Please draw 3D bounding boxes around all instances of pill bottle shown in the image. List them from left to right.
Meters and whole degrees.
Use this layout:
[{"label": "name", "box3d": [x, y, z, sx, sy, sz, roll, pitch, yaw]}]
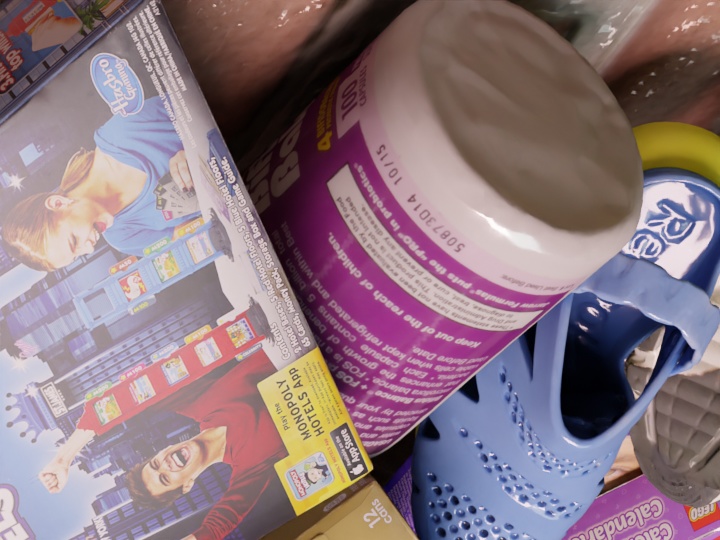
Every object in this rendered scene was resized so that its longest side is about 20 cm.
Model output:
[{"label": "pill bottle", "box3d": [0.000, 0.000, 0.959, 0.112, 0.113, 0.200, 7, 143, -40]}]

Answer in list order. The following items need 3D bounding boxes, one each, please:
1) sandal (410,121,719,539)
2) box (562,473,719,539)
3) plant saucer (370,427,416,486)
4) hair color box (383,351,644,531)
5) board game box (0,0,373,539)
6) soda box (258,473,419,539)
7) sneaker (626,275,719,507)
[{"label": "sandal", "box3d": [0.076, 0.041, 0.992, 0.079, 0.087, 0.201, 23, 118, -8]}, {"label": "box", "box3d": [0.127, 0.144, 1.167, 0.136, 0.039, 0.200, -28, 152, 16]}, {"label": "plant saucer", "box3d": [0.074, 0.067, 1.209, 0.199, 0.037, 0.201, -15, 151, -8]}, {"label": "hair color box", "box3d": [0.081, 0.095, 1.160, 0.109, 0.065, 0.200, -1, 146, -30]}, {"label": "board game box", "box3d": [-0.122, 0.028, 0.851, 0.199, 0.062, 0.201, -29, 124, -8]}, {"label": "soda box", "box3d": [-0.013, 0.112, 1.049, 0.064, 0.068, 0.200, -36, -173, -5]}, {"label": "sneaker", "box3d": [0.173, 0.002, 1.043, 0.084, 0.074, 0.201, 6, 111, -53]}]
